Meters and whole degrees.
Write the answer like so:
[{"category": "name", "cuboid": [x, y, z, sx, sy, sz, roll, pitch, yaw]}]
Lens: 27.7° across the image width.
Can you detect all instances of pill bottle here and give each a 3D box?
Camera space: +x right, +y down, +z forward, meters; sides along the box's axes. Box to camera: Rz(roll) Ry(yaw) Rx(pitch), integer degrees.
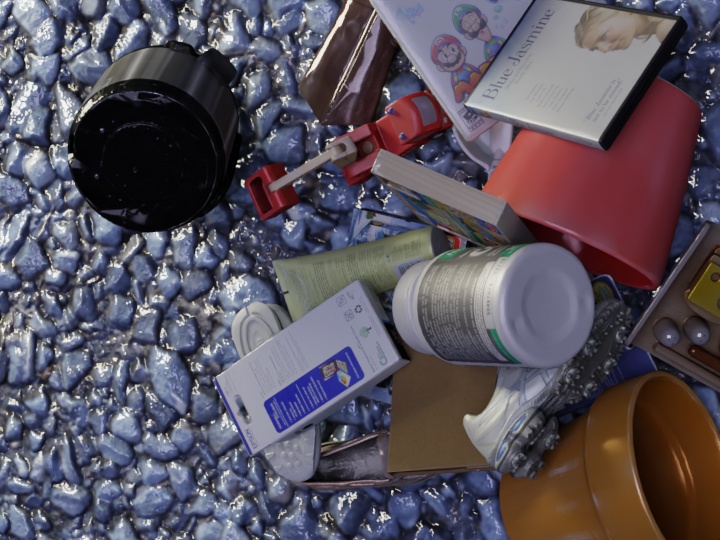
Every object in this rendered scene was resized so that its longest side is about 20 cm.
[{"category": "pill bottle", "cuboid": [0.120, 0.034, 1.383, 0.199, 0.112, 0.114, -4, 92, 59]}]

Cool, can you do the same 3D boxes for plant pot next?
[{"category": "plant pot", "cuboid": [0.245, 0.221, 1.447, 0.182, 0.200, 0.202, -23, 84, 36]}, {"category": "plant pot", "cuboid": [0.235, -0.100, 1.429, 0.199, 0.200, 0.179, 24, 86, 19]}]

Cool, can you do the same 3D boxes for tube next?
[{"category": "tube", "cuboid": [0.000, 0.000, 1.559, 0.199, 0.052, 0.058, -17, 56, 26]}]

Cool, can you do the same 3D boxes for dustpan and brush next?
[{"category": "dustpan and brush", "cuboid": [0.149, -0.132, 1.525, 0.138, 0.057, 0.202, 5, 95, 21]}]

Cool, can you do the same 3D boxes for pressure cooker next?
[{"category": "pressure cooker", "cuboid": [-0.220, -0.155, 1.606, 0.174, 0.200, 0.180, 0, 115, 2]}]

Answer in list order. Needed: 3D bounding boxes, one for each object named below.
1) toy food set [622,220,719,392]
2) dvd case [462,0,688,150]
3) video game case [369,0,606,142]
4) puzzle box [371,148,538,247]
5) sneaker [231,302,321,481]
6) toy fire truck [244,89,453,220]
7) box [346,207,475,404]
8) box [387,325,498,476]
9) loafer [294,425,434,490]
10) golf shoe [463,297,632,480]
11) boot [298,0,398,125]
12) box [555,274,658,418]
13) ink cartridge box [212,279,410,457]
[{"category": "toy food set", "cuboid": [0.372, 0.058, 1.412, 0.199, 0.060, 0.144, 28, 105, -13]}, {"category": "dvd case", "cuboid": [0.200, -0.194, 1.387, 0.199, 0.018, 0.143, 24, 78, 52]}, {"category": "video game case", "cuboid": [0.137, -0.262, 1.485, 0.199, 0.024, 0.183, -36, 95, -3]}, {"category": "puzzle box", "cuboid": [0.097, -0.056, 1.401, 0.132, 0.200, 0.026, 24, 86, 20]}, {"category": "sneaker", "cuboid": [-0.076, 0.131, 1.604, 0.076, 0.080, 0.202, -18, 77, 20]}, {"category": "toy fire truck", "cuboid": [-0.012, -0.124, 1.542, 0.199, 0.141, 0.049, -30, 83, 38]}, {"category": "box", "cuboid": [0.041, 0.043, 1.588, 0.136, 0.040, 0.202, 14, 98, 22]}, {"category": "box", "cuboid": [0.106, 0.105, 1.482, 0.162, 0.021, 0.202, -8, 65, 27]}, {"category": "loafer", "cuboid": [0.019, 0.207, 1.593, 0.198, 0.063, 0.073, -16, 86, 22]}, {"category": "golf shoe", "cuboid": [0.173, 0.096, 1.393, 0.200, 0.078, 0.097, -51, 50, -3]}, {"category": "boot", "cuboid": [0.040, -0.228, 1.566, 0.186, 0.064, 0.201, 31, 104, 22]}, {"category": "box", "cuboid": [0.200, 0.088, 1.508, 0.199, 0.032, 0.122, -25, 94, 30]}, {"category": "ink cartridge box", "cuboid": [-0.053, 0.104, 1.532, 0.199, 0.039, 0.100, -33, 72, 16]}]
